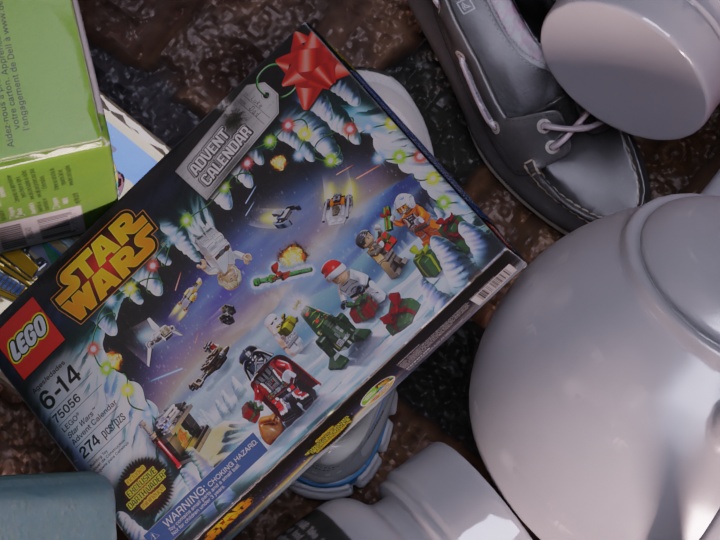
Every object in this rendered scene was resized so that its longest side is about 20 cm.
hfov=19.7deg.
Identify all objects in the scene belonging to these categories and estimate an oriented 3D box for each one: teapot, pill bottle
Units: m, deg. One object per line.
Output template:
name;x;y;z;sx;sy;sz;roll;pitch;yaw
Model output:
teapot;0.148;0.039;0.872;0.197;0.146;0.200;-9;49;-38
pill bottle;0.167;-0.159;0.951;0.112;0.112;0.200;35;65;2
pill bottle;-0.016;0.170;0.882;0.200;0.114;0.114;-36;85;-11

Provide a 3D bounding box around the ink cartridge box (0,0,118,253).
ink cartridge box;-0.161;-0.120;0.881;0.076;0.148;0.201;-14;80;-8

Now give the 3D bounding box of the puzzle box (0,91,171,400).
puzzle box;-0.166;-0.034;0.952;0.200;0.025;0.133;38;78;2

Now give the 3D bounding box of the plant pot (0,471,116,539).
plant pot;-0.226;0.174;0.776;0.195;0.200;0.197;-8;78;28

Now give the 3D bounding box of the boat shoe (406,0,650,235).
boat shoe;0.073;-0.100;0.975;0.067;0.057;0.200;-31;83;-11

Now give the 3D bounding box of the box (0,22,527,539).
box;-0.048;0.013;0.877;0.200;0.040;0.137;-44;70;6

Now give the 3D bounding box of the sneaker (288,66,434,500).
sneaker;0.000;0.000;0.933;0.075;0.087;0.201;6;77;-4
